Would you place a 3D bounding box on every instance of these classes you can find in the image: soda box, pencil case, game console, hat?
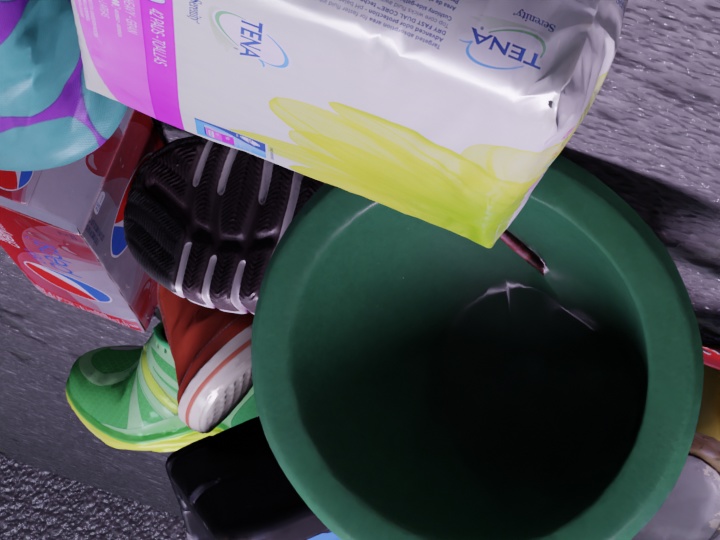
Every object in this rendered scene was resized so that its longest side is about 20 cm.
[{"bbox_3d":[-0.127,-0.033,1.214,0.063,0.070,0.200,20,169,7],"label":"soda box"},{"bbox_3d":[-0.138,-0.104,0.847,0.092,0.085,0.200,-18,158,10],"label":"pencil case"},{"bbox_3d":[0.029,0.100,1.162,0.176,0.200,0.117,-142,31,-69],"label":"game console"},{"bbox_3d":[0.075,0.043,1.049,0.200,0.166,0.176,39,-170,15],"label":"hat"}]

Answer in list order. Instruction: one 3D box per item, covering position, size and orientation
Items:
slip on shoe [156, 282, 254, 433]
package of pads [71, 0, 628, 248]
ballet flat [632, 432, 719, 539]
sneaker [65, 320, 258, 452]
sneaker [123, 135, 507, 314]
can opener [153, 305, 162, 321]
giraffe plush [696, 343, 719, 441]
[{"bbox_3d":[-0.065,0.017,1.202,0.061,0.074,0.200,36,-164,-10],"label":"slip on shoe"},{"bbox_3d":[-0.005,-0.074,0.786,0.154,0.068,0.200,21,170,2],"label":"package of pads"},{"bbox_3d":[0.114,0.100,1.165,0.067,0.057,0.200,54,154,1],"label":"ballet flat"},{"bbox_3d":[-0.078,0.048,1.352,0.074,0.084,0.200,-29,-160,-39],"label":"sneaker"},{"bbox_3d":[0.000,0.000,1.133,0.200,0.076,0.115,13,169,36],"label":"sneaker"},{"bbox_3d":[-0.087,0.008,1.434,0.067,0.053,0.200,54,-179,24],"label":"can opener"},{"bbox_3d":[0.204,0.142,1.192,0.199,0.163,0.173,21,169,1],"label":"giraffe plush"}]
